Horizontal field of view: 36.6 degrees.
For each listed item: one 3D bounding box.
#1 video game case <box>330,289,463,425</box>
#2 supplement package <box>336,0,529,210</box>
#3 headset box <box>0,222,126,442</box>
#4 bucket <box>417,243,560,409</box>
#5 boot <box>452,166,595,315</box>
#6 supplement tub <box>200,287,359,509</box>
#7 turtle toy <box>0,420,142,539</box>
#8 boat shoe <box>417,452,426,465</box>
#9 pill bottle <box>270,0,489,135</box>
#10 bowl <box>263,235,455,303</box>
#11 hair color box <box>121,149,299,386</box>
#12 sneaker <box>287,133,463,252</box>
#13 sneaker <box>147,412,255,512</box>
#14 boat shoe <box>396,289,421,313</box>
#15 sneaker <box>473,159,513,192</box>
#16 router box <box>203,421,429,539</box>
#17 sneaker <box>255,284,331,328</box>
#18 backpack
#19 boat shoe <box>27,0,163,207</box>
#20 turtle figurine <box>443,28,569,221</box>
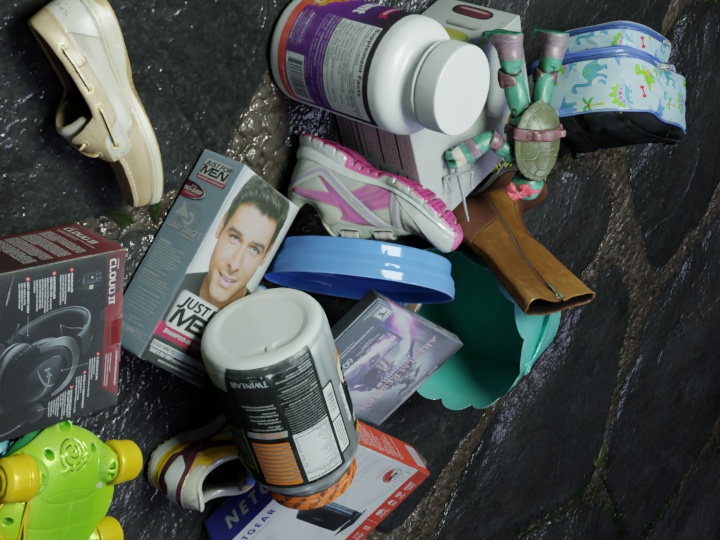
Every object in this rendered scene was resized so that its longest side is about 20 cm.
[{"bbox_3d":[0.016,0.101,1.190,0.143,0.019,0.200,-45,145,11],"label":"video game case"},{"bbox_3d":[0.084,-0.175,1.197,0.200,0.110,0.157,-45,139,-28],"label":"supplement package"},{"bbox_3d":[-0.280,0.052,0.891,0.199,0.077,0.150,-17,122,-47],"label":"headset box"},{"bbox_3d":[0.137,0.052,1.320,0.134,0.206,0.209,-27,129,-51],"label":"bucket"},{"bbox_3d":[0.197,-0.037,1.241,0.187,0.200,0.069,-7,131,-41],"label":"boot"},{"bbox_3d":[-0.070,0.128,1.048,0.122,0.122,0.201,-40,133,-31],"label":"supplement tub"},{"bbox_3d":[-0.286,0.216,0.952,0.145,0.101,0.202,2,108,-52],"label":"turtle toy"},{"bbox_3d":[0.000,0.261,1.375,0.199,0.074,0.074,1,119,-43],"label":"boat shoe"},{"bbox_3d":[0.019,-0.193,1.030,0.111,0.199,0.112,-28,130,-40],"label":"pill bottle"},{"bbox_3d":[0.000,0.000,1.121,0.200,0.199,0.040,17,77,-54],"label":"bowl"},{"bbox_3d":[-0.150,-0.001,1.041,0.099,0.060,0.201,37,79,-53],"label":"hair color box"},{"bbox_3d":[0.010,-0.061,1.106,0.089,0.199,0.081,-64,160,9],"label":"sneaker"},{"bbox_3d":[-0.123,0.188,1.151,0.199,0.090,0.075,-33,133,-36],"label":"sneaker"},{"bbox_3d":[0.035,0.080,1.273,0.072,0.072,0.201,28,109,-18],"label":"boat shoe"},{"bbox_3d":[0.147,-0.126,1.334,0.199,0.074,0.085,-26,129,-41],"label":"sneaker"},{"bbox_3d":[-0.048,0.260,1.240,0.200,0.049,0.179,-46,137,13],"label":"router box"},{"bbox_3d":[-0.065,0.065,1.175,0.199,0.074,0.083,15,95,-55],"label":"sneaker"},{"bbox_3d":[0.308,-0.234,1.395,0.199,0.182,0.148,3,83,-56],"label":"backpack"},{"bbox_3d":[-0.217,-0.131,0.885,0.069,0.074,0.201,-30,131,-23],"label":"boat shoe"},{"bbox_3d":[0.169,-0.151,1.150,0.149,0.100,0.202,-16,116,-47],"label":"turtle figurine"}]
